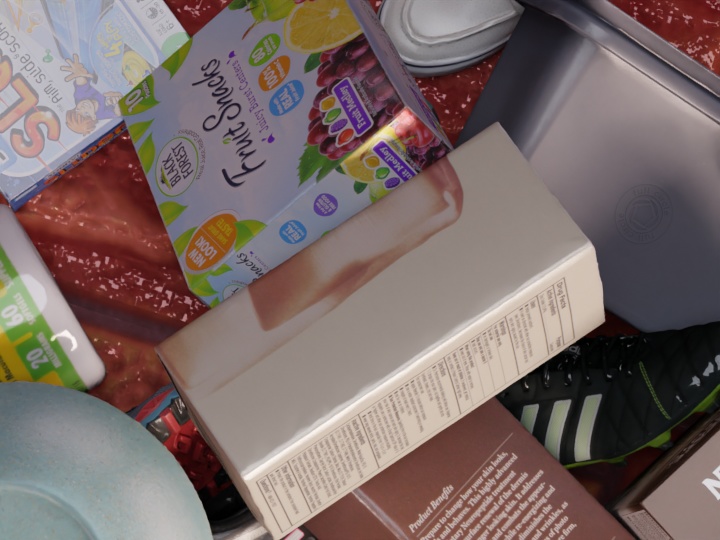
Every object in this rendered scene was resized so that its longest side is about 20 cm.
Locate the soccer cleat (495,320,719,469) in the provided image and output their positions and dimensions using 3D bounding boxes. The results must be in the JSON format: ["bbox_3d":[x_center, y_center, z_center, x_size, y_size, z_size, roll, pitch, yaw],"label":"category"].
[{"bbox_3d":[0.110,0.063,1.545,0.200,0.068,0.081,-26,110,35],"label":"soccer cleat"}]

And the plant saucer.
[{"bbox_3d":[-0.172,0.157,1.486,0.200,0.039,0.202,1,94,8],"label":"plant saucer"}]

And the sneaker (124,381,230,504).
[{"bbox_3d":[-0.147,0.101,1.576,0.200,0.079,0.095,-38,50,-23],"label":"sneaker"}]

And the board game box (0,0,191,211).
[{"bbox_3d":[-0.195,-0.153,1.636,0.135,0.034,0.200,-36,84,-5],"label":"board game box"}]

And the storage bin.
[{"bbox_3d":[0.138,-0.053,1.573,0.200,0.146,0.135,32,93,-21],"label":"storage bin"}]

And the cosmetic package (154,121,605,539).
[{"bbox_3d":[0.012,0.030,1.433,0.200,0.103,0.087,-32,66,-7],"label":"cosmetic package"}]

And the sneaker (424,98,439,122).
[{"bbox_3d":[0.000,0.000,1.579,0.077,0.091,0.201,30,103,35],"label":"sneaker"}]

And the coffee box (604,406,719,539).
[{"bbox_3d":[0.196,0.112,1.517,0.114,0.200,0.080,-43,86,-7],"label":"coffee box"}]

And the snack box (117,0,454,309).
[{"bbox_3d":[-0.041,-0.071,1.524,0.142,0.200,0.053,-41,123,10],"label":"snack box"}]

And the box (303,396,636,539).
[{"bbox_3d":[0.073,0.152,1.513,0.200,0.075,0.100,47,59,0],"label":"box"}]

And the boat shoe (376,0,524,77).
[{"bbox_3d":[0.095,-0.175,1.624,0.200,0.070,0.071,-29,83,-5],"label":"boat shoe"}]

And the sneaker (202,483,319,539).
[{"bbox_3d":[-0.036,0.146,1.552,0.199,0.074,0.088,5,87,-20],"label":"sneaker"}]

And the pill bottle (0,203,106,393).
[{"bbox_3d":[-0.245,0.061,1.567,0.200,0.111,0.111,-31,83,-5],"label":"pill bottle"}]
